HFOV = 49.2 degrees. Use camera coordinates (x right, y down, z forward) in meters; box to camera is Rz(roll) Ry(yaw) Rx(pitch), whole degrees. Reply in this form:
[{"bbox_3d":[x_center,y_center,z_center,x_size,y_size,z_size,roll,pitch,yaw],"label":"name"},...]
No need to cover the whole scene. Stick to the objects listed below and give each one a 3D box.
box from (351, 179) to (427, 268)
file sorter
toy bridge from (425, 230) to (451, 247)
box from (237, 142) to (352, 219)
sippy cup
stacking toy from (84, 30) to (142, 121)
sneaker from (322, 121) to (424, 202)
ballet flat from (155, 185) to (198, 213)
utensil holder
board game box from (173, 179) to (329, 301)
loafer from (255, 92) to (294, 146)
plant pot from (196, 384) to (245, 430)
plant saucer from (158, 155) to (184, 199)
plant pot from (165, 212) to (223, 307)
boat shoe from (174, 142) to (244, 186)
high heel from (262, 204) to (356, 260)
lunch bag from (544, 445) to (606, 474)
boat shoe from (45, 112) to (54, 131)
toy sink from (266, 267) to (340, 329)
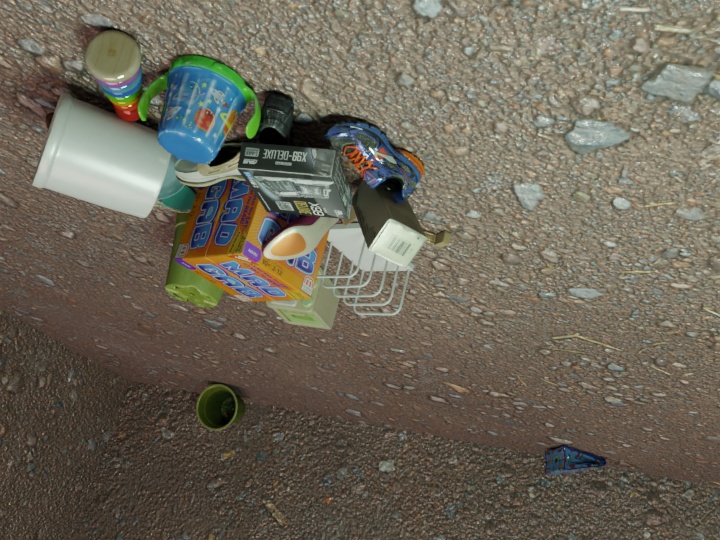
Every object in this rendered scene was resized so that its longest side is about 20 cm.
[{"bbox_3d":[0.045,-0.090,1.356,0.082,0.069,0.200,27,-159,-21],"label":"box"},{"bbox_3d":[0.000,0.000,1.693,0.138,0.125,0.200,-1,153,34],"label":"file sorter"},{"bbox_3d":[0.085,-0.091,1.544,0.199,0.027,0.067,25,159,-24],"label":"toy bridge"},{"bbox_3d":[-0.105,-0.149,1.332,0.156,0.050,0.200,7,165,9],"label":"box"},{"bbox_3d":[-0.259,-0.247,1.252,0.177,0.131,0.139,-6,150,44],"label":"sippy cup"},{"bbox_3d":[-0.389,-0.306,1.287,0.085,0.086,0.200,16,166,-3],"label":"stacking toy"},{"bbox_3d":[0.022,-0.180,1.299,0.199,0.079,0.075,26,155,-26],"label":"sneaker"},{"bbox_3d":[-0.413,-0.167,1.664,0.198,0.076,0.064,13,-170,17],"label":"ballet flat"},{"bbox_3d":[-0.454,-0.199,1.392,0.199,0.171,0.170,18,159,-25],"label":"utensil holder"},{"bbox_3d":[-0.205,-0.071,1.550,0.199,0.201,0.200,-3,153,39],"label":"board game box"},{"bbox_3d":[-0.148,-0.220,1.325,0.068,0.071,0.201,16,159,-3],"label":"loafer"},{"bbox_3d":[-0.611,0.622,3.558,0.198,0.202,0.190,8,171,16],"label":"plant pot"},{"bbox_3d":[-0.435,-0.212,1.534,0.198,0.028,0.201,2,145,1],"label":"plant saucer"},{"bbox_3d":[-0.355,-0.025,1.779,0.198,0.191,0.200,14,159,5],"label":"plant pot"},{"bbox_3d":[-0.266,-0.205,1.453,0.198,0.075,0.068,-3,147,23],"label":"boat shoe"},{"bbox_3d":[-0.102,-0.089,1.462,0.096,0.199,0.068,45,165,55],"label":"high heel"},{"bbox_3d":[0.829,0.739,3.011,0.198,0.095,0.151,10,157,-13],"label":"lunch bag"},{"bbox_3d":[-0.544,-0.250,1.542,0.068,0.072,0.200,44,176,20],"label":"boat shoe"},{"bbox_3d":[-0.150,0.060,1.955,0.129,0.113,0.200,6,157,20],"label":"toy sink"}]
